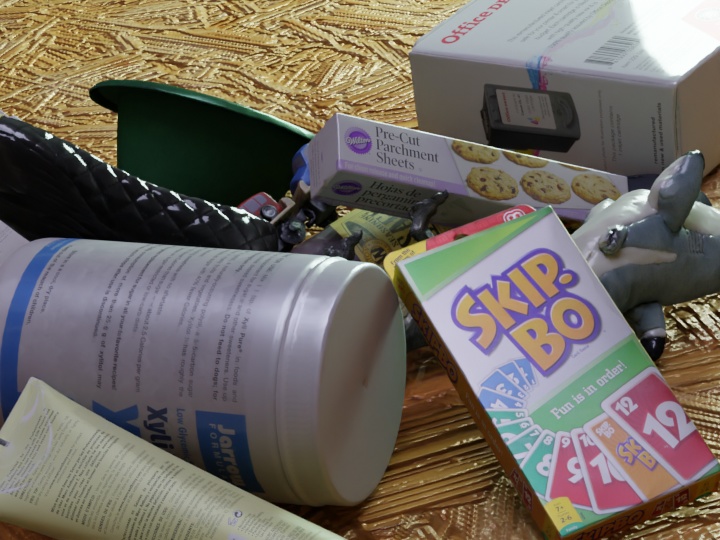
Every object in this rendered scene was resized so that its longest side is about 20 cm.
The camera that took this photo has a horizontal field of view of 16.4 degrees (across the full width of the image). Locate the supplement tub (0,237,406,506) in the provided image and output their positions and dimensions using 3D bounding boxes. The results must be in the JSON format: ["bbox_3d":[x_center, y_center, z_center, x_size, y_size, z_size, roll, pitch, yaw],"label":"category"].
[{"bbox_3d":[-0.090,0.052,1.317,0.200,0.132,0.132,4,29,22],"label":"supplement tub"}]

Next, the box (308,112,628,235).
[{"bbox_3d":[0.066,-0.048,1.473,0.200,0.039,0.042,12,59,-25],"label":"box"}]

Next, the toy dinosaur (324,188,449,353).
[{"bbox_3d":[0.031,0.011,1.420,0.200,0.088,0.047,-25,-2,-31],"label":"toy dinosaur"}]

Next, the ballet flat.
[{"bbox_3d":[-0.139,-0.036,1.389,0.200,0.066,0.057,27,46,-10],"label":"ballet flat"}]

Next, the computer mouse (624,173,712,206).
[{"bbox_3d":[0.132,-0.054,1.577,0.200,0.034,0.059,13,34,35],"label":"computer mouse"}]

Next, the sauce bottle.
[{"bbox_3d":[0.000,0.000,1.473,0.066,0.066,0.200,16,37,38],"label":"sauce bottle"}]

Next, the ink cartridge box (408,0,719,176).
[{"bbox_3d":[0.155,-0.126,1.657,0.200,0.086,0.148,10,32,34],"label":"ink cartridge box"}]

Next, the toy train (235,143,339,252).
[{"bbox_3d":[-0.059,-0.020,1.479,0.046,0.034,0.200,40,57,11],"label":"toy train"}]

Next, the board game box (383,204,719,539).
[{"bbox_3d":[0.095,0.047,1.293,0.095,0.030,0.200,-20,56,-18],"label":"board game box"}]

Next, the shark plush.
[{"bbox_3d":[0.152,0.009,1.387,0.091,0.083,0.200,-32,5,38],"label":"shark plush"}]

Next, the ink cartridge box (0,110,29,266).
[{"bbox_3d":[-0.208,-0.017,1.500,0.116,0.068,0.200,-45,35,-7],"label":"ink cartridge box"}]

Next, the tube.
[{"bbox_3d":[-0.099,0.118,1.230,0.200,0.052,0.058,21,29,21],"label":"tube"}]

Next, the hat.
[{"bbox_3d":[-0.116,-0.015,1.579,0.165,0.176,0.200,11,-8,27],"label":"hat"}]
